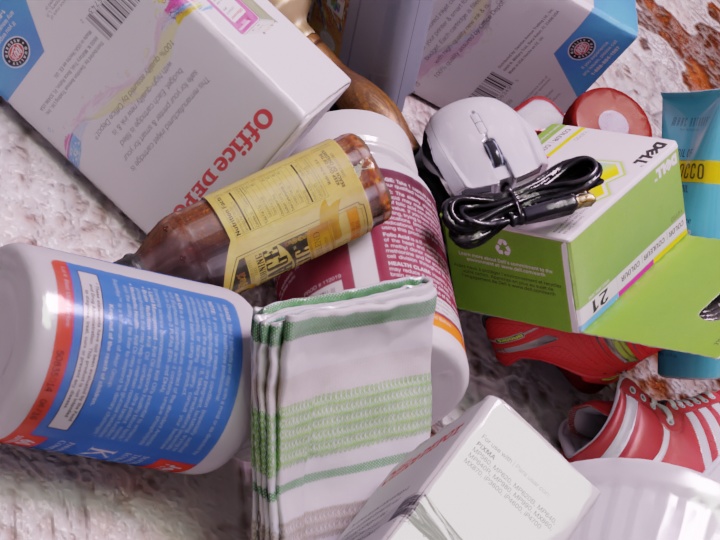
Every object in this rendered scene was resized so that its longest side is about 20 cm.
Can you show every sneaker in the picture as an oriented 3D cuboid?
[{"bbox_3d":[0.211,0.108,1.602,0.112,0.071,0.200,46,38,-1],"label":"sneaker"},{"bbox_3d":[0.181,0.039,1.567,0.200,0.085,0.077,4,32,22],"label":"sneaker"}]

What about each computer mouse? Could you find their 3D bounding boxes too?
[{"bbox_3d":[0.083,-0.077,1.513,0.200,0.109,0.044,-124,-163,-64],"label":"computer mouse"}]

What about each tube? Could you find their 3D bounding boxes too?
[{"bbox_3d":[0.233,-0.025,1.595,0.050,0.077,0.200,-2,93,-33],"label":"tube"}]

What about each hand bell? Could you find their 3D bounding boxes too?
[{"bbox_3d":[-0.031,-0.150,1.589,0.200,0.104,0.104,46,36,15],"label":"hand bell"}]

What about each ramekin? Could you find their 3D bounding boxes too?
[{"bbox_3d":[0.162,0.213,1.348,0.200,0.200,0.098,34,44,-11],"label":"ramekin"}]

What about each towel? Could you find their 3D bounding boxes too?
[{"bbox_3d":[-0.004,0.111,1.327,0.149,0.031,0.200,-10,103,-46],"label":"towel"}]

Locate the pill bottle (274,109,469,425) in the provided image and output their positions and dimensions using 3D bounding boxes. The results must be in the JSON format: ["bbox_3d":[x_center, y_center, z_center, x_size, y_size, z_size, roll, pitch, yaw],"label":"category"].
[{"bbox_3d":[0.000,0.000,1.476,0.114,0.114,0.200,19,43,-30],"label":"pill bottle"}]

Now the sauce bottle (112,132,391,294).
[{"bbox_3d":[-0.079,-0.017,1.387,0.200,0.066,0.066,-26,68,-10],"label":"sauce bottle"}]

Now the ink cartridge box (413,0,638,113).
[{"bbox_3d":[0.087,-0.222,1.754,0.200,0.147,0.146,26,40,-22],"label":"ink cartridge box"}]

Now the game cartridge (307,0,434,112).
[{"bbox_3d":[-0.022,-0.218,1.629,0.041,0.133,0.200,-24,54,-26],"label":"game cartridge"}]

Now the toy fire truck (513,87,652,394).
[{"bbox_3d":[0.154,-0.027,1.667,0.168,0.112,0.200,-36,82,-33],"label":"toy fire truck"}]

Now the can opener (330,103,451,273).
[{"bbox_3d":[0.034,-0.062,1.618,0.063,0.079,0.200,4,41,-31],"label":"can opener"}]

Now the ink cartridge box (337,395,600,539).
[{"bbox_3d":[0.022,0.179,1.233,0.084,0.144,0.200,41,60,-3],"label":"ink cartridge box"}]

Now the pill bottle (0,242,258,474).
[{"bbox_3d":[-0.123,0.056,1.304,0.200,0.112,0.112,14,45,-33],"label":"pill bottle"}]

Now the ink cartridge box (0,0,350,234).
[{"bbox_3d":[-0.129,-0.127,1.454,0.200,0.145,0.085,44,30,2],"label":"ink cartridge box"}]

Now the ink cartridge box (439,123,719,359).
[{"bbox_3d":[0.178,-0.023,1.507,0.148,0.200,0.076,-39,128,-42],"label":"ink cartridge box"}]
